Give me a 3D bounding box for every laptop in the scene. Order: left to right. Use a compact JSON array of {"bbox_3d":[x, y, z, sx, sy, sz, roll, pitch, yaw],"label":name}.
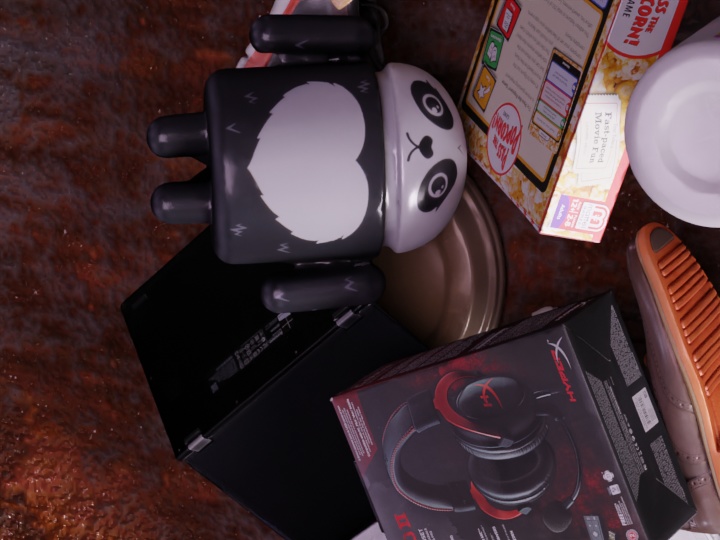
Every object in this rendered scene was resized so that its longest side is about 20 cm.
[{"bbox_3d":[-0.035,0.060,1.561,0.187,0.116,0.201,-39,59,26],"label":"laptop"}]

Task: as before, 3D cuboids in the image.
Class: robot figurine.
[{"bbox_3d":[-0.033,-0.067,1.441,0.198,0.125,0.151,-3,131,-5],"label":"robot figurine"}]

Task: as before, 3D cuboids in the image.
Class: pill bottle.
[{"bbox_3d":[0.224,-0.096,1.337,0.103,0.200,0.105,6,107,20],"label":"pill bottle"}]

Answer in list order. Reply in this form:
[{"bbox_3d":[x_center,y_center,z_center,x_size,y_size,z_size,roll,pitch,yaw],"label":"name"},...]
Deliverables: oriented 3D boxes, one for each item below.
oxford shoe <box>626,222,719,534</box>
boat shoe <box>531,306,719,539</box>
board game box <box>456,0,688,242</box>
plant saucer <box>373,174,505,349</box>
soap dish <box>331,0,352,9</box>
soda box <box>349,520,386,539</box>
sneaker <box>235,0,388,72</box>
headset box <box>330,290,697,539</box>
[{"bbox_3d":[0.191,0.071,1.421,0.073,0.071,0.201,-14,97,34],"label":"oxford shoe"},{"bbox_3d":[0.175,0.107,1.490,0.068,0.072,0.201,-26,86,4],"label":"boat shoe"},{"bbox_3d":[0.127,-0.141,1.400,0.046,0.152,0.201,8,114,-25],"label":"board game box"},{"bbox_3d":[0.000,0.000,1.551,0.199,0.029,0.202,6,106,22],"label":"plant saucer"},{"bbox_3d":[0.019,-0.281,1.412,0.200,0.081,0.158,-38,88,5],"label":"soap dish"},{"bbox_3d":[0.054,0.179,1.541,0.199,0.063,0.069,-36,80,20],"label":"soda box"},{"bbox_3d":[-0.029,-0.133,1.504,0.082,0.077,0.201,29,113,6],"label":"sneaker"},{"bbox_3d":[0.085,0.116,1.426,0.199,0.075,0.150,-19,95,34],"label":"headset box"}]
